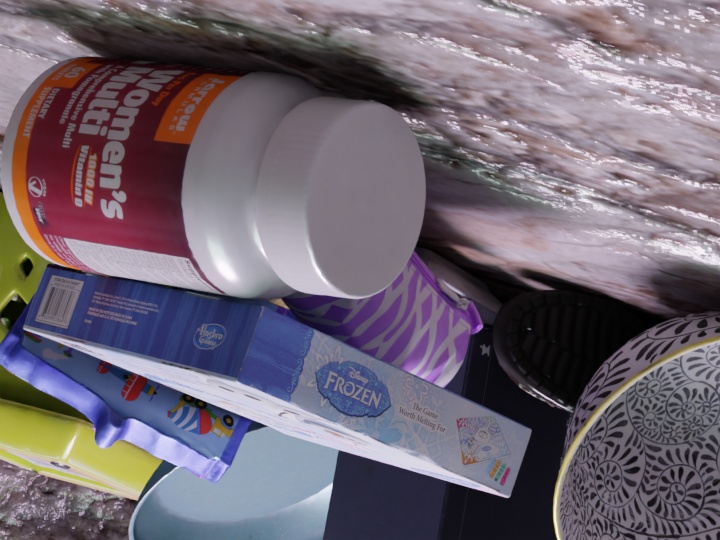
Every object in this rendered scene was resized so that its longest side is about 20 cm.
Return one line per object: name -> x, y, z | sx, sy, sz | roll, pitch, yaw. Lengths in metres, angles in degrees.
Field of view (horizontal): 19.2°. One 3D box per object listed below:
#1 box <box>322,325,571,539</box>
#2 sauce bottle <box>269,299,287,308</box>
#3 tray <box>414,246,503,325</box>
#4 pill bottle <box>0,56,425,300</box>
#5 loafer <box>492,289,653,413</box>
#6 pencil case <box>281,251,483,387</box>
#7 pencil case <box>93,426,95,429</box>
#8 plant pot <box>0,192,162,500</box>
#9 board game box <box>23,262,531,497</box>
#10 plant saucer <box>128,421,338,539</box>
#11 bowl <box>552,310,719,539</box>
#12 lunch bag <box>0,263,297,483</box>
box -> 0.080, 0.137, 1.372 | 0.104, 0.202, 0.181 | 8, 176, 45
sauce bottle -> -0.103, -0.034, 1.265 | 0.199, 0.065, 0.065 | 22, 168, -13
tray -> 0.000, 0.000, 1.371 | 0.199, 0.022, 0.107 | 8, 164, 42
pill bottle -> -0.073, -0.044, 1.037 | 0.199, 0.111, 0.109 | 9, 166, 39
loafer -> 0.165, 0.069, 1.309 | 0.198, 0.074, 0.071 | 21, 167, -16
pencil case -> 0.003, 0.007, 1.192 | 0.085, 0.085, 0.200 | -21, 150, 13
pencil case -> -0.104, 0.102, 1.484 | 0.083, 0.086, 0.199 | 1, 159, 43
plant pot -> -0.205, 0.064, 1.593 | 0.199, 0.183, 0.199 | 9, 166, 32
board game box -> -0.045, 0.057, 1.130 | 0.198, 0.044, 0.199 | 27, 169, -39
plant saucer -> -0.063, 0.139, 1.428 | 0.198, 0.036, 0.201 | -15, 148, -10
bowl -> 0.196, 0.092, 1.219 | 0.199, 0.201, 0.094 | 23, -154, -25
lunch bag -> -0.132, 0.050, 1.294 | 0.150, 0.094, 0.200 | 31, -151, -5
